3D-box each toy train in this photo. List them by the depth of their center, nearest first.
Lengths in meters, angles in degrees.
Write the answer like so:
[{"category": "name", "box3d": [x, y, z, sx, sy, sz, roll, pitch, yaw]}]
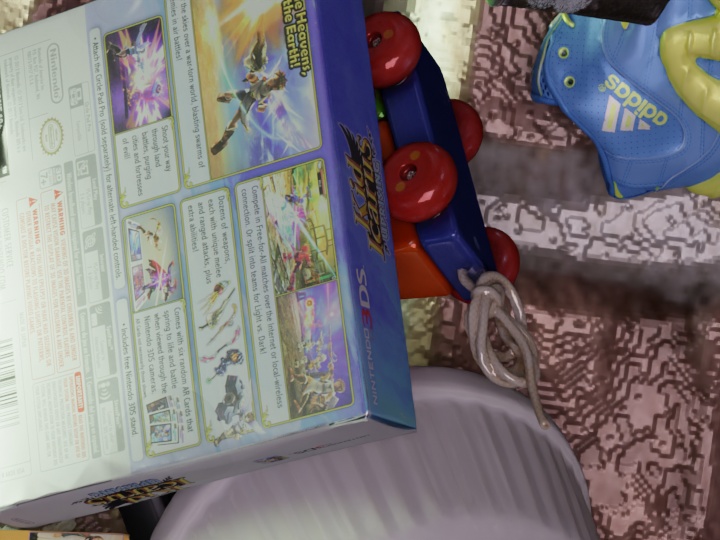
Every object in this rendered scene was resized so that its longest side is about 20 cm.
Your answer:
[{"category": "toy train", "box3d": [0.000, 0.000, 1.165, 0.115, 0.201, 0.085, -23, 143, 14]}]

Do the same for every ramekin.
[{"category": "ramekin", "box3d": [0.015, 0.146, 1.184, 0.202, 0.094, 0.203, -11, 126, -15]}]

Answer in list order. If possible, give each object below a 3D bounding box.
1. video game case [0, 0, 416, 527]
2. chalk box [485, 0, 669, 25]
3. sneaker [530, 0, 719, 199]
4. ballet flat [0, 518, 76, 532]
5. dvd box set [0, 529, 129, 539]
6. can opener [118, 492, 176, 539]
[{"category": "video game case", "box3d": [-0.075, -0.014, 1.147, 0.181, 0.045, 0.201, -16, 71, 28]}, {"category": "chalk box", "box3d": [0.100, -0.210, 1.087, 0.124, 0.125, 0.200, 48, 116, 26]}, {"category": "sneaker", "box3d": [0.112, -0.118, 1.193, 0.105, 0.076, 0.201, -17, 101, 2]}, {"category": "ballet flat", "box3d": [-0.201, 0.050, 1.217, 0.200, 0.072, 0.072, 44, 96, 3]}, {"category": "dvd box set", "box3d": [-0.194, 0.154, 1.211, 0.199, 0.029, 0.147, 1, 145, -1]}, {"category": "can opener", "box3d": [-0.090, 0.084, 1.240, 0.063, 0.079, 0.200, -37, 105, -34]}]
